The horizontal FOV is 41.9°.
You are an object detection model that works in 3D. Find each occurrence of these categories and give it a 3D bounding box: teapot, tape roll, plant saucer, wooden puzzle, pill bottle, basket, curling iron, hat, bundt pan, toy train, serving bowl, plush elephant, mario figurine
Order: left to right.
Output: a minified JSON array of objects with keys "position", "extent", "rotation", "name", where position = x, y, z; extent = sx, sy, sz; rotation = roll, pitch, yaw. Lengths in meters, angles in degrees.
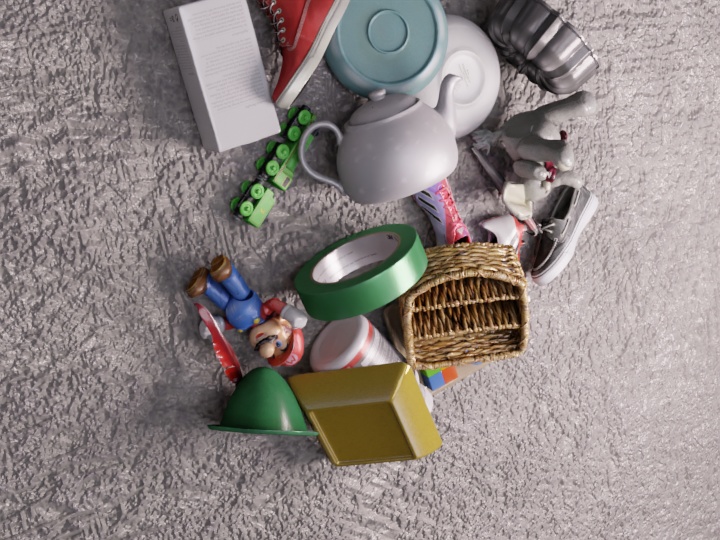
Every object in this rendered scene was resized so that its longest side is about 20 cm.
[{"position":[-0.160,0.075,1.376],"extent":[0.200,0.123,0.106],"rotation":[44,66,-23],"name":"mario figurine"},{"position":[-0.141,0.150,1.388],"extent":[0.164,0.200,0.178],"rotation":[1,80,12],"name":"hat"},{"position":[-0.122,-0.154,1.396],"extent":[0.056,0.042,0.201],"rotation":[38,81,-39],"name":"toy train"},{"position":[0.000,0.000,1.398],"extent":[0.199,0.200,0.049],"rotation":[-33,114,-19],"name":"tape roll"},{"position":[0.006,0.234,1.442],"extent":[0.198,0.049,0.201],"rotation":[-9,130,18],"name":"plant saucer"},{"position":[0.022,0.170,1.492],"extent":[0.116,0.116,0.200],"rotation":[-50,118,-11],"name":"pill bottle"},{"position":[0.039,-0.357,1.414],"extent":[0.198,0.027,0.203],"rotation":[-1,94,-10],"name":"plant saucer"},{"position":[0.040,-0.195,1.395],"extent":[0.200,0.196,0.147],"rotation":[-39,116,-43],"name":"teapot"},{"position":[0.148,0.109,1.589],"extent":[0.199,0.046,0.187],"rotation":[-28,112,-21],"name":"wooden puzzle"},{"position":[0.147,-0.306,1.496],"extent":[0.198,0.066,0.203],"rotation":[-6,103,-27],"name":"serving bowl"},{"position":[0.161,0.052,1.463],"extent":[0.198,0.150,0.143],"rotation":[-5,148,-4],"name":"basket"},{"position":[0.245,-0.133,1.600],"extent":[0.026,0.050,0.200],"rotation":[-44,111,-4],"name":"curling iron"},{"position":[0.281,-0.353,1.494],"extent":[0.201,0.202,0.076],"rotation":[39,95,-29],"name":"bundt pan"},{"position":[0.293,-0.174,1.538],"extent":[0.155,0.198,0.166],"rotation":[58,40,-38],"name":"plush elephant"}]

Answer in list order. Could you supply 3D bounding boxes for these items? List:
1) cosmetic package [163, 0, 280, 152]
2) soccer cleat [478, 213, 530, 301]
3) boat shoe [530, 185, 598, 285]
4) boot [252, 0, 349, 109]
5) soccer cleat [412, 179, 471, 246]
[{"position":[-0.192,-0.277,1.313],"extent":[0.101,0.071,0.202],"rotation":[-22,109,-24],"name":"cosmetic package"},{"position":[0.240,0.005,1.612],"extent":[0.084,0.069,0.202],"rotation":[-5,101,-16],"name":"soccer cleat"},{"position":[0.343,-0.069,1.655],"extent":[0.071,0.072,0.201],"rotation":[38,70,-20],"name":"boat shoe"},{"position":[-0.116,-0.338,1.326],"extent":[0.143,0.072,0.202],"rotation":[27,71,-14],"name":"boot"},{"position":[0.140,-0.088,1.528],"extent":[0.066,0.076,0.202],"rotation":[-29,114,-23],"name":"soccer cleat"}]
